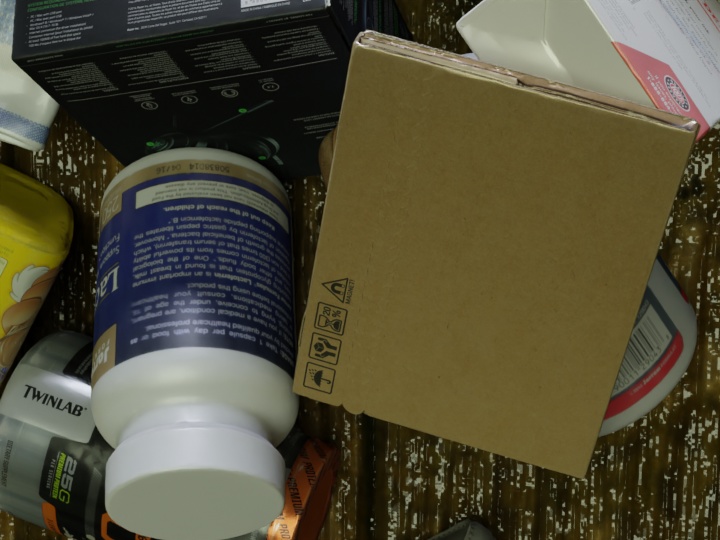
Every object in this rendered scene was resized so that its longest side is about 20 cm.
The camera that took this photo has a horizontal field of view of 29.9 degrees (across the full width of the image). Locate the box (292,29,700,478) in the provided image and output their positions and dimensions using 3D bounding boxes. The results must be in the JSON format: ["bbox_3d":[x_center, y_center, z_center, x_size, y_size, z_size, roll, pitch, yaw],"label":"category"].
[{"bbox_3d":[0.058,-0.002,0.662,0.162,0.021,0.201,16,120,8],"label":"box"}]

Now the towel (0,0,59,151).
[{"bbox_3d":[-0.228,-0.183,0.800,0.146,0.024,0.201,19,97,4],"label":"towel"}]

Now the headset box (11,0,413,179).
[{"bbox_3d":[-0.070,-0.124,0.761,0.173,0.200,0.093,-6,69,15],"label":"headset box"}]

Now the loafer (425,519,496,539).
[{"bbox_3d":[-0.003,0.213,0.854,0.200,0.070,0.070,-37,96,16],"label":"loafer"}]

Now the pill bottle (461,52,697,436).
[{"bbox_3d":[0.089,-0.014,0.737,0.119,0.120,0.200,-30,118,15],"label":"pill bottle"}]

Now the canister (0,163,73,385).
[{"bbox_3d":[-0.260,0.042,0.854,0.086,0.149,0.201,26,102,-17],"label":"canister"}]

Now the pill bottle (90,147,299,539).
[{"bbox_3d":[-0.092,0.041,0.755,0.115,0.116,0.201,-15,54,15],"label":"pill bottle"}]

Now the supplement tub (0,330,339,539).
[{"bbox_3d":[-0.121,0.123,0.843,0.199,0.123,0.123,17,101,11],"label":"supplement tub"}]

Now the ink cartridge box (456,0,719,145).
[{"bbox_3d":[0.144,-0.118,0.720,0.067,0.200,0.117,-36,88,34],"label":"ink cartridge box"}]

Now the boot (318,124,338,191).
[{"bbox_3d":[0.000,0.000,0.788,0.075,0.074,0.201,-2,132,21],"label":"boot"}]

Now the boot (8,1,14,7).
[{"bbox_3d":[-0.159,-0.232,0.832,0.153,0.073,0.205,-27,92,13],"label":"boot"}]
